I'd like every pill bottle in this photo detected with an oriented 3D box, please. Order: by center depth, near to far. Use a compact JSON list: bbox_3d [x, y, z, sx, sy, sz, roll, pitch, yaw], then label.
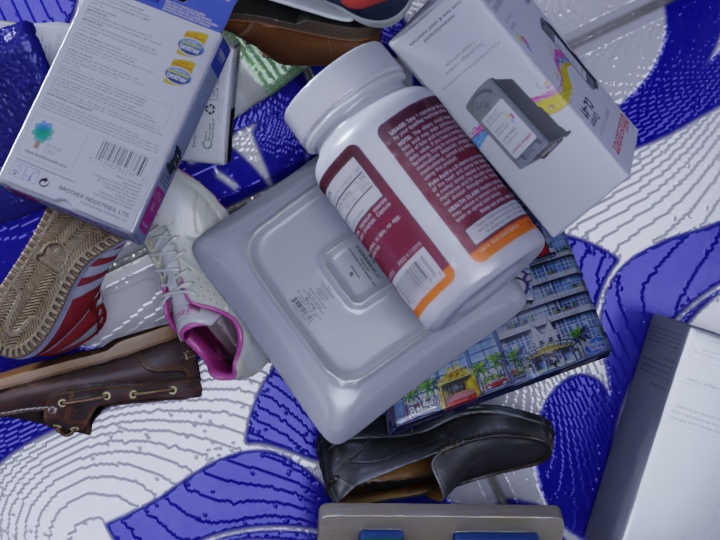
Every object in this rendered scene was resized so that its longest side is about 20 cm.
[{"bbox_3d":[0.037,-0.065,1.381,0.114,0.114,0.201,-36,81,-2],"label":"pill bottle"}]

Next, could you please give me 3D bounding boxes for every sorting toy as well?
[{"bbox_3d":[0.061,0.293,1.488,0.197,0.070,0.201,1,116,-6],"label":"sorting toy"}]

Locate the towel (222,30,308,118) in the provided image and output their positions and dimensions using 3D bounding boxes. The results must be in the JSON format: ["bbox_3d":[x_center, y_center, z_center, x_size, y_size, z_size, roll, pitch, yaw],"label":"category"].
[{"bbox_3d":[-0.082,-0.227,1.480,0.199,0.031,0.150,-34,99,8],"label":"towel"}]

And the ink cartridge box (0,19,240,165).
[{"bbox_3d":[-0.198,-0.145,1.471,0.197,0.037,0.096,7,103,2],"label":"ink cartridge box"}]

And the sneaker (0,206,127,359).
[{"bbox_3d":[-0.216,-0.015,1.453,0.071,0.112,0.201,38,89,9],"label":"sneaker"}]

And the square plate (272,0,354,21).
[{"bbox_3d":[-0.067,-0.305,1.425,0.196,0.028,0.202,16,81,10],"label":"square plate"}]

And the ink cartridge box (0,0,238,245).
[{"bbox_3d":[-0.179,-0.133,1.393,0.118,0.042,0.202,21,82,13],"label":"ink cartridge box"}]

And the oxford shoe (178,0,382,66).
[{"bbox_3d":[-0.080,-0.196,1.442,0.198,0.072,0.072,17,50,8],"label":"oxford shoe"}]

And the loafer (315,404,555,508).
[{"bbox_3d":[0.064,0.160,1.504,0.197,0.073,0.073,-8,135,0],"label":"loafer"}]

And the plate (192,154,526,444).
[{"bbox_3d":[0.000,0.000,1.438,0.199,0.032,0.200,-35,82,-11],"label":"plate"}]

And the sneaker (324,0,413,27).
[{"bbox_3d":[-0.053,-0.247,1.354,0.198,0.085,0.076,21,82,11],"label":"sneaker"}]

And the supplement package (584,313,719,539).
[{"bbox_3d":[0.277,0.152,1.512,0.116,0.117,0.202,18,91,-7],"label":"supplement package"}]

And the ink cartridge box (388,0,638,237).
[{"bbox_3d":[0.126,-0.144,1.457,0.085,0.148,0.200,-40,97,21],"label":"ink cartridge box"}]

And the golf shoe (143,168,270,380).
[{"bbox_3d":[-0.133,0.000,1.468,0.075,0.092,0.201,-34,96,35],"label":"golf shoe"}]

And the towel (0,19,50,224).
[{"bbox_3d":[-0.323,-0.102,1.454,0.198,0.050,0.149,-18,107,7],"label":"towel"}]

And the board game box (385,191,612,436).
[{"bbox_3d":[0.083,0.005,1.492,0.198,0.062,0.202,-19,80,-10],"label":"board game box"}]

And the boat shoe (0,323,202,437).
[{"bbox_3d":[-0.226,0.099,1.481,0.198,0.070,0.071,-15,94,-5],"label":"boat shoe"}]
